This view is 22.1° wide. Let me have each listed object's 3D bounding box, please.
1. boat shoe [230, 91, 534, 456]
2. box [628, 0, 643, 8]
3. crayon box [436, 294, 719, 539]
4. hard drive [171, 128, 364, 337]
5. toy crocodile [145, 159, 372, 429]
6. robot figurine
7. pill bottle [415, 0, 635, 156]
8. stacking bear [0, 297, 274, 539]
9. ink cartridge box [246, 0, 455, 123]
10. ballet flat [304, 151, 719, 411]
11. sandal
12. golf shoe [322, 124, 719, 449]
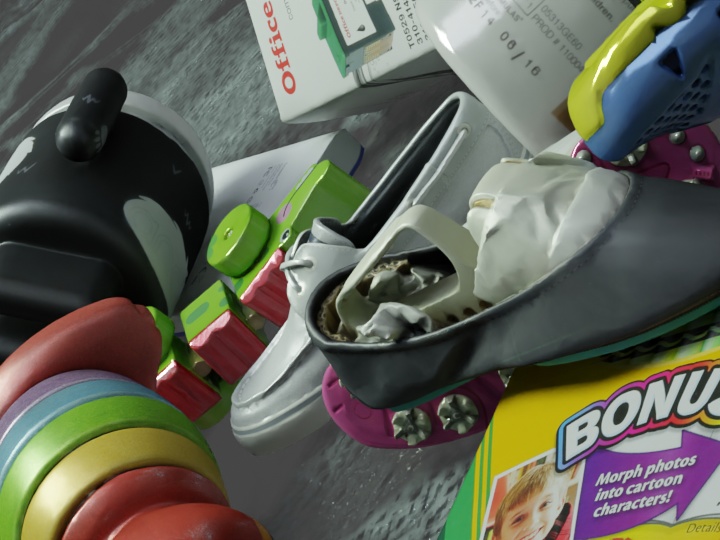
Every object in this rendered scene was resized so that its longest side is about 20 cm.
[{"bbox_3d":[0.000,0.000,0.876,0.200,0.068,0.072,-44,22,9],"label":"boat shoe"},{"bbox_3d":[0.168,-0.178,0.695,0.200,0.193,0.047,-49,22,-6],"label":"box"},{"bbox_3d":[0.114,0.060,0.574,0.199,0.058,0.173,-22,34,48],"label":"crayon box"},{"bbox_3d":[-0.089,-0.016,1.127,0.199,0.025,0.132,-10,43,57],"label":"hard drive"},{"bbox_3d":[-0.066,0.028,0.957,0.200,0.067,0.062,-47,27,8],"label":"toy crocodile"},{"bbox_3d":[-0.156,-0.020,1.050,0.150,0.125,0.201,-35,22,31],"label":"robot figurine"},{"bbox_3d":[0.131,-0.144,0.815,0.200,0.114,0.115,-43,22,12],"label":"pill bottle"},{"bbox_3d":[-0.101,0.114,0.825,0.113,0.122,0.200,-22,29,-18],"label":"stacking bear"},{"bbox_3d":[0.021,-0.179,1.019,0.084,0.147,0.199,-14,-5,-41],"label":"ink cartridge box"},{"bbox_3d":[0.048,0.001,0.637,0.199,0.073,0.073,-23,32,49],"label":"ballet flat"},{"bbox_3d":[0.163,-0.084,0.630,0.199,0.088,0.079,-28,-4,-14],"label":"sandal"},{"bbox_3d":[0.069,0.001,0.765,0.200,0.075,0.092,-38,8,19],"label":"golf shoe"}]
